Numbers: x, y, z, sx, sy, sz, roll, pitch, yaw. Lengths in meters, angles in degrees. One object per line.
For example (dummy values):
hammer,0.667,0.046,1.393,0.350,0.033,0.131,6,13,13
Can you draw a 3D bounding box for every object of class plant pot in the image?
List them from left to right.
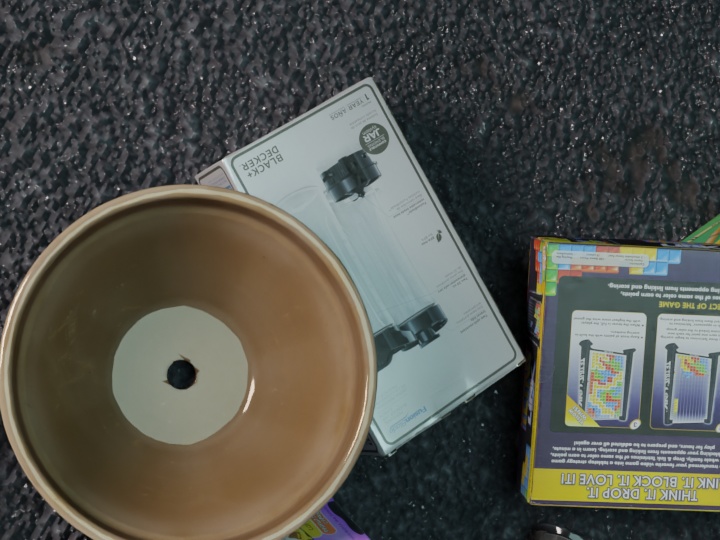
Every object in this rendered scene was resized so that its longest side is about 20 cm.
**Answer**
plant pot,-0.097,0.057,0.790,0.200,0.093,0.202,1,86,-12

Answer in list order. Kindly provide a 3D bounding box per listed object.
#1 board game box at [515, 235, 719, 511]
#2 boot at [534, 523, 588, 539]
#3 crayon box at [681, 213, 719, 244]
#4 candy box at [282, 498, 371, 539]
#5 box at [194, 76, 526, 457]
board game box,0.203,0.065,0.901,0.199,0.057,0.166,3,96,-5
boot,0.161,0.264,0.902,0.200,0.070,0.132,48,63,-16
crayon box,0.295,0.006,0.992,0.200,0.058,0.119,-32,96,-23
candy box,-0.076,0.200,0.745,0.199,0.168,0.072,-9,112,-23
box,0.000,0.000,0.866,0.116,0.060,0.201,-33,96,-23
